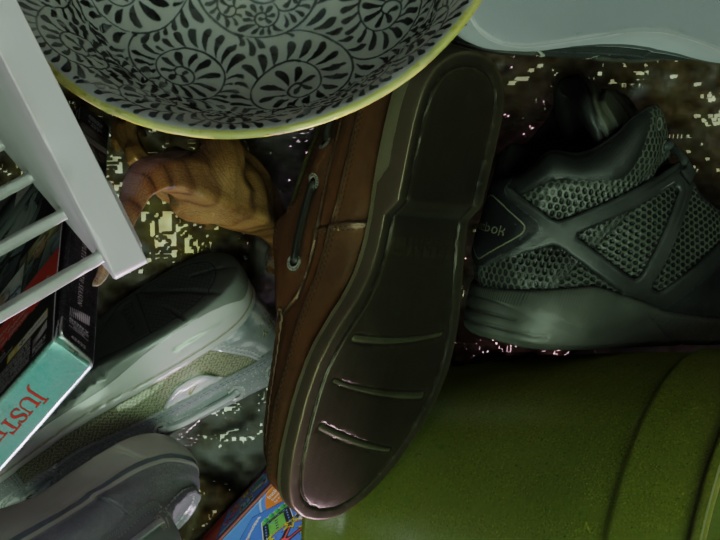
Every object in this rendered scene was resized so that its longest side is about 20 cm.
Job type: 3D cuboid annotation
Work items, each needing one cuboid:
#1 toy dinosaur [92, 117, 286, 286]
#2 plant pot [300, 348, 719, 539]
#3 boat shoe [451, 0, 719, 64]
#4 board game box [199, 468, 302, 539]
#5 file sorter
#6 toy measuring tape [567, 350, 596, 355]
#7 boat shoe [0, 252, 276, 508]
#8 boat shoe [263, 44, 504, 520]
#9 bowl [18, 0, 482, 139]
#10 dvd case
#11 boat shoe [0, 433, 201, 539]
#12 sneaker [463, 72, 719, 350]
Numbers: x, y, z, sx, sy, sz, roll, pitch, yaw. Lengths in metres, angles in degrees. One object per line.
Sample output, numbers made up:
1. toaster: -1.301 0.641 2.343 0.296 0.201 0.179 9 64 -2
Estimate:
1. toy dinosaur: -0.066 -0.039 0.694 0.060 0.106 0.200 -44 159 12
2. plant pot: 0.084 0.119 0.746 0.192 0.200 0.202 8 124 29
3. boat shoe: 0.115 -0.120 0.713 0.198 0.057 0.069 -2 94 -23
4. board game box: -0.051 0.175 0.874 0.103 0.019 0.200 34 109 -25
5. file sorter: -0.185 -0.062 0.607 0.124 0.200 0.140 -30 120 -12
6. toy measuring tape: 0.157 0.124 0.846 0.073 0.074 0.200 -31 118 9
7. boat shoe: -0.126 0.070 0.778 0.201 0.075 0.065 -34 118 1
8. boat shoe: 0.000 0.000 0.706 0.072 0.068 0.201 16 96 -45
9. bowl: -0.037 -0.130 0.648 0.199 0.094 0.203 -2 75 7
10. dvd case: -0.152 0.029 0.678 0.022 0.200 0.146 35 108 -23
11. boat shoe: -0.108 0.125 0.688 0.071 0.201 0.070 39 110 11
12. sneaker: 0.140 -0.026 0.756 0.198 0.076 0.115 1 100 -23
